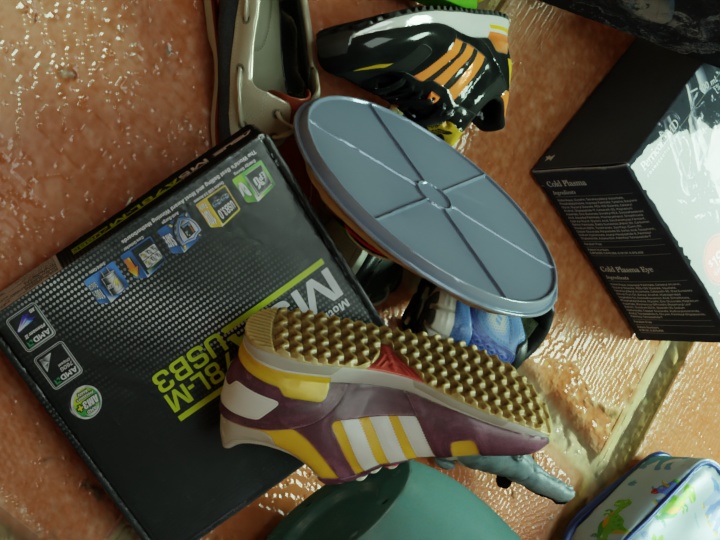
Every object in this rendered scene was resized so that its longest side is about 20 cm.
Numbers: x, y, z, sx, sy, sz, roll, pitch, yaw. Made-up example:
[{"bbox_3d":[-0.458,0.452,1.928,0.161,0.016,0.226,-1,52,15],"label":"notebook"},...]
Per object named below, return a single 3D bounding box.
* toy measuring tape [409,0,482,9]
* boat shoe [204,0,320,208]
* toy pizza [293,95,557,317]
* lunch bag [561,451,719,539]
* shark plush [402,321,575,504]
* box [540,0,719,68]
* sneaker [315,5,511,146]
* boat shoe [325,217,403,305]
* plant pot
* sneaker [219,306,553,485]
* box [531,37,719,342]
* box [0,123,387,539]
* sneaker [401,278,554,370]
[{"bbox_3d":[0.018,-0.231,1.071,0.199,0.073,0.074,15,81,-38],"label":"toy measuring tape"},{"bbox_3d":[-0.056,-0.116,1.016,0.071,0.062,0.202,-13,99,-39],"label":"boat shoe"},{"bbox_3d":[0.038,-0.036,0.978,0.199,0.201,0.032,18,120,-37],"label":"toy pizza"},{"bbox_3d":[0.250,0.255,1.245,0.160,0.082,0.201,-36,112,-31],"label":"lunch bag"},{"bbox_3d":[0.080,0.121,1.109,0.091,0.083,0.200,-51,119,-26],"label":"shark plush"},{"bbox_3d":[0.221,-0.255,1.100,0.198,0.197,0.118,21,74,4],"label":"box"},{"bbox_3d":[0.047,-0.128,1.067,0.199,0.070,0.091,-13,94,-54],"label":"sneaker"},{"bbox_3d":[0.000,0.000,1.053,0.068,0.072,0.200,50,61,-27],"label":"boat shoe"},{"bbox_3d":[0.023,0.219,1.002,0.200,0.200,0.161,-43,104,-30],"label":"plant pot"},{"bbox_3d":[0.014,0.087,0.937,0.198,0.075,0.091,16,116,-10],"label":"sneaker"},{"bbox_3d":[0.263,-0.076,1.242,0.200,0.104,0.183,-51,117,-27],"label":"box"},{"bbox_3d":[-0.093,0.046,0.951,0.199,0.048,0.194,-34,110,-7],"label":"box"},{"bbox_3d":[0.080,0.028,1.055,0.089,0.200,0.079,26,108,-3],"label":"sneaker"}]
